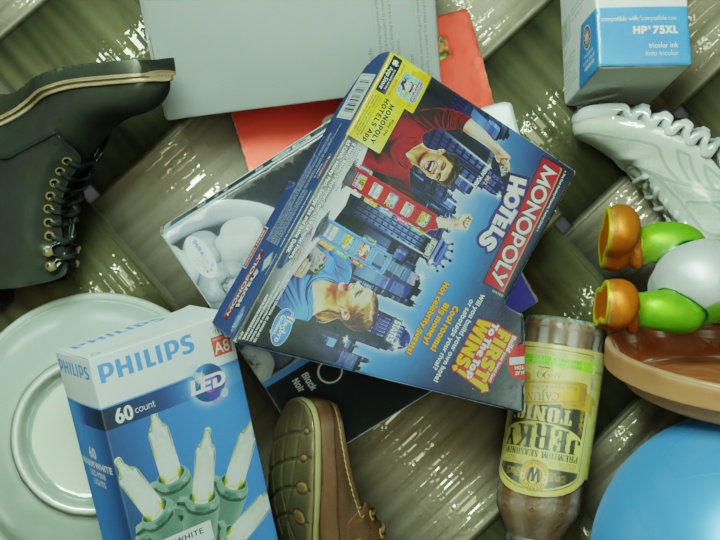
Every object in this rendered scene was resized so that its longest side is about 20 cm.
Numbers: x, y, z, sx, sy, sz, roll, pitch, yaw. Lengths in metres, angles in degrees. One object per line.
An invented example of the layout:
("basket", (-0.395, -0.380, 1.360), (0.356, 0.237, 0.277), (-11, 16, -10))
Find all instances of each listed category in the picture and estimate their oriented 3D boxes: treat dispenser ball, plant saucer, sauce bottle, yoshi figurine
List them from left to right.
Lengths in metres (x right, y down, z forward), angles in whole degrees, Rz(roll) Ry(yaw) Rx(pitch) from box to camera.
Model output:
("plant saucer", (-0.184, 0.114, 0.900), (0.198, 0.050, 0.202), (0, 84, -3))
("sauce bottle", (0.130, 0.133, 0.908), (0.064, 0.065, 0.202), (8, 83, -2))
("treat dispenser ball", (0.248, 0.192, 0.839), (0.199, 0.201, 0.203), (0, 84, -3))
("yoshi figurine", (0.262, 0.005, 0.870), (0.198, 0.112, 0.113), (7, 114, 1))
("plant saucer", (0.260, 0.071, 0.858), (0.198, 0.200, 0.033), (4, 100, -3))

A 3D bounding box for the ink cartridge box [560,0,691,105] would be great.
("ink cartridge box", (0.183, -0.228, 0.925), (0.067, 0.116, 0.202), (-1, 84, -3))

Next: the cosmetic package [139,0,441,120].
("cosmetic package", (-0.048, -0.179, 0.896), (0.198, 0.081, 0.114), (-5, 125, 0))

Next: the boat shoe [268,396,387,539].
("boat shoe", (-0.019, 0.178, 0.883), (0.067, 0.072, 0.202), (-9, 104, -26))

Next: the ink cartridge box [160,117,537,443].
("ink cartridge box", (0.000, 0.000, 0.884), (0.199, 0.043, 0.199), (-33, 108, -1))

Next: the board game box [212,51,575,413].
("board game box", (0.042, -0.003, 0.836), (0.199, 0.062, 0.201), (30, 88, -21))

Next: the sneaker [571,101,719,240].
("sneaker", (0.238, -0.059, 0.936), (0.199, 0.075, 0.082), (26, 92, 0))

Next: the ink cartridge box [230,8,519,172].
("ink cartridge box", (0.014, -0.088, 0.938), (0.198, 0.044, 0.175), (-16, 86, -5))

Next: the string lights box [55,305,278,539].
("string lights box", (-0.121, 0.134, 0.850), (0.102, 0.059, 0.202), (-19, 104, -32))

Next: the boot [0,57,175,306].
("boot", (-0.192, -0.059, 0.879), (0.199, 0.077, 0.140), (-12, 89, 39))
